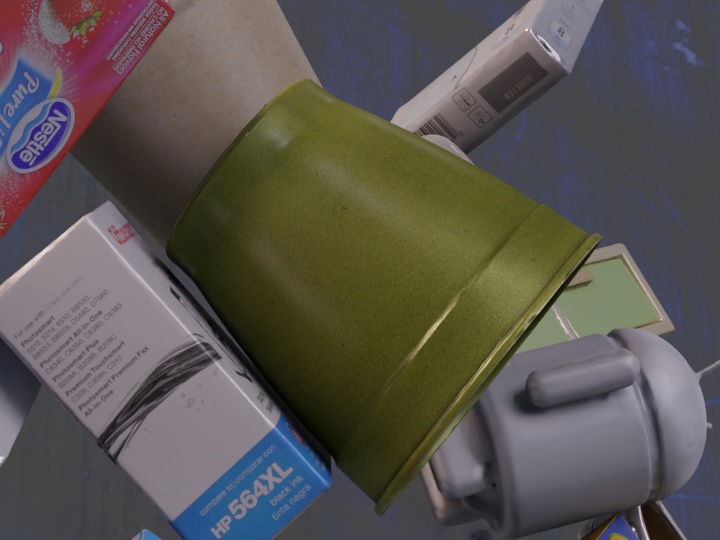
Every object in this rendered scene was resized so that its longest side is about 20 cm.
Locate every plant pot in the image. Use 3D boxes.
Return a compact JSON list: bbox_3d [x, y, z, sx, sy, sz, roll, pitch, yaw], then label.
[{"bbox_3d":[-0.108,-0.111,1.707,0.184,0.200,0.201,53,32,-16],"label":"plant pot"},{"bbox_3d":[0.000,0.000,1.578,0.193,0.201,0.200,39,34,5],"label":"plant pot"}]

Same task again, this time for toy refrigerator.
[{"bbox_3d":[0.130,0.039,1.924,0.199,0.070,0.076,-13,68,-53],"label":"toy refrigerator"}]

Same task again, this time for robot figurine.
[{"bbox_3d":[0.135,0.102,1.782,0.199,0.170,0.114,-13,65,-11],"label":"robot figurine"}]

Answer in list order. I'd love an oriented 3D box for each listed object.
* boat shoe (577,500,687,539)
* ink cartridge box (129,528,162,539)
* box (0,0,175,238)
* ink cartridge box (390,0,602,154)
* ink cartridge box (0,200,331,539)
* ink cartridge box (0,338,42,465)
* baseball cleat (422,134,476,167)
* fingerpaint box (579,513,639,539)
[{"bbox_3d":[0.226,0.235,1.847,0.071,0.070,0.201,-18,72,-54],"label":"boat shoe"},{"bbox_3d":[-0.068,0.245,1.502,0.200,0.068,0.116,37,37,-20],"label":"ink cartridge box"},{"bbox_3d":[-0.203,-0.104,1.535,0.095,0.200,0.100,35,8,-25],"label":"box"},{"bbox_3d":[0.100,-0.156,1.979,0.047,0.160,0.200,43,34,-12],"label":"ink cartridge box"},{"bbox_3d":[-0.111,0.063,1.559,0.200,0.084,0.146,49,2,-4],"label":"ink cartridge box"},{"bbox_3d":[-0.263,0.075,1.456,0.160,0.047,0.200,40,33,-15],"label":"ink cartridge box"},{"bbox_3d":[0.006,-0.060,1.866,0.199,0.070,0.107,32,45,-25],"label":"baseball cleat"},{"bbox_3d":[0.169,0.278,1.738,0.200,0.073,0.167,51,35,0],"label":"fingerpaint box"}]
